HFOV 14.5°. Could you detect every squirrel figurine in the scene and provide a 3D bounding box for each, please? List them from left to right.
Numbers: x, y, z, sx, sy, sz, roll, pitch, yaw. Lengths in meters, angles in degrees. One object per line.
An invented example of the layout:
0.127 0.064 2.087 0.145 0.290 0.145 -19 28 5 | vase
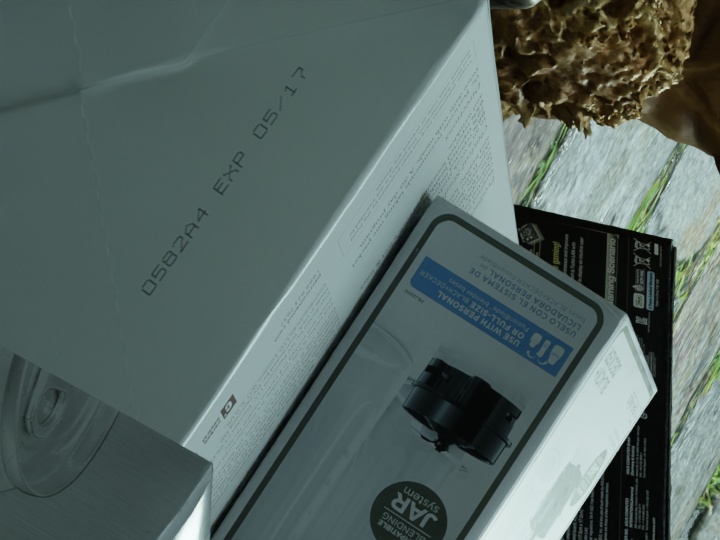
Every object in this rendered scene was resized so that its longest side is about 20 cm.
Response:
0.085 -0.090 1.047 0.142 0.186 0.200 -65 164 20 | squirrel figurine

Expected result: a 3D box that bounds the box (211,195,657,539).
-0.002 0.090 0.758 0.201 0.060 0.117 -57 165 -4 | box

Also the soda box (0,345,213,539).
-0.126 0.029 0.543 0.064 0.199 0.068 -53 162 -30 | soda box

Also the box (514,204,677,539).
0.030 0.071 1.069 0.086 0.163 0.201 109 -10 -48 | box

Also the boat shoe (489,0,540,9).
0.025 -0.115 0.765 0.076 0.072 0.200 -55 -158 -3 | boat shoe

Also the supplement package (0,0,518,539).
-0.059 -0.011 0.787 0.152 0.150 0.200 -55 164 -13 | supplement package
